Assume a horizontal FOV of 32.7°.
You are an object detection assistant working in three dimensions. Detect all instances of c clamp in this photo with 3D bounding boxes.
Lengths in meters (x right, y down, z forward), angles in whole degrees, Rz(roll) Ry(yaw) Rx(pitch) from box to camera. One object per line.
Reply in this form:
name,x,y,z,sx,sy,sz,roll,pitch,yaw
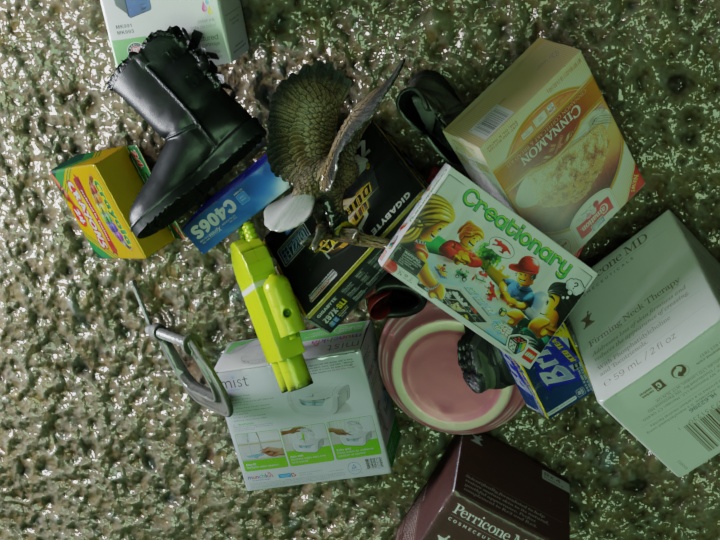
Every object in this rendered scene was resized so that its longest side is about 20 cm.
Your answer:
c clamp,-0.225,0.105,1.535,0.027,0.199,0.172,-31,113,-23

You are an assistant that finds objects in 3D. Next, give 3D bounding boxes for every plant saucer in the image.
plant saucer,0.116,0.119,1.508,0.198,0.051,0.203,5,114,11

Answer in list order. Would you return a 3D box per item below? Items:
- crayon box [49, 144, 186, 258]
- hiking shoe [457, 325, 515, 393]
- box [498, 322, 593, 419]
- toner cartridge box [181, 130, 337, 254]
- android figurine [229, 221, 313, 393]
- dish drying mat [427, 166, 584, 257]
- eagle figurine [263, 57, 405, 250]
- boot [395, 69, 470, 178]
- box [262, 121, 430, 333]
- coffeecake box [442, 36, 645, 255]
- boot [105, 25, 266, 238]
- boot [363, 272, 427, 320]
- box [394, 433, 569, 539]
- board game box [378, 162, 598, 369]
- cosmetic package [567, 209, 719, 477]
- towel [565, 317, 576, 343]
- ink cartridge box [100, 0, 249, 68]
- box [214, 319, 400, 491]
crayon box,-0.291,-0.080,1.459,0.199,0.051,0.128,0,121,58
hiking shoe,0.164,0.039,1.429,0.100,0.076,0.203,-2,95,-18
box,0.182,0.059,1.363,0.070,0.064,0.201,-29,101,-9
toner cartridge box,-0.118,-0.105,1.460,0.199,0.095,0.043,-36,103,22
android figurine,-0.105,0.042,1.427,0.041,0.182,0.202,-18,87,-13
dish drying mat,0.159,-0.045,1.443,0.199,0.018,0.077,28,110,7
eagle figurine,-0.028,-0.129,1.326,0.150,0.151,0.203,0,101,0
boot,0.116,-0.137,1.383,0.200,0.131,0.068,43,112,-9
box,-0.011,-0.052,1.409,0.200,0.160,0.049,-46,129,12
coffeecake box,0.203,-0.122,1.333,0.153,0.073,0.200,-44,127,-9
boot,-0.215,-0.156,1.340,0.198,0.073,0.163,-42,85,5
boot,0.000,0.000,1.439,0.198,0.145,0.073,3,129,27
box,0.148,0.343,1.557,0.165,0.164,0.201,27,114,-2
board game box,0.134,-0.003,1.289,0.199,0.035,0.127,34,97,-12
cosmetic package,0.352,0.081,1.371,0.167,0.201,0.166,-39,120,20
towel,0.167,0.051,1.505,0.199,0.035,0.193,37,114,-6
ink cartridge box,-0.220,-0.332,1.389,0.144,0.088,0.202,-5,110,13
box,-0.067,0.174,1.564,0.198,0.097,0.178,-10,110,15
